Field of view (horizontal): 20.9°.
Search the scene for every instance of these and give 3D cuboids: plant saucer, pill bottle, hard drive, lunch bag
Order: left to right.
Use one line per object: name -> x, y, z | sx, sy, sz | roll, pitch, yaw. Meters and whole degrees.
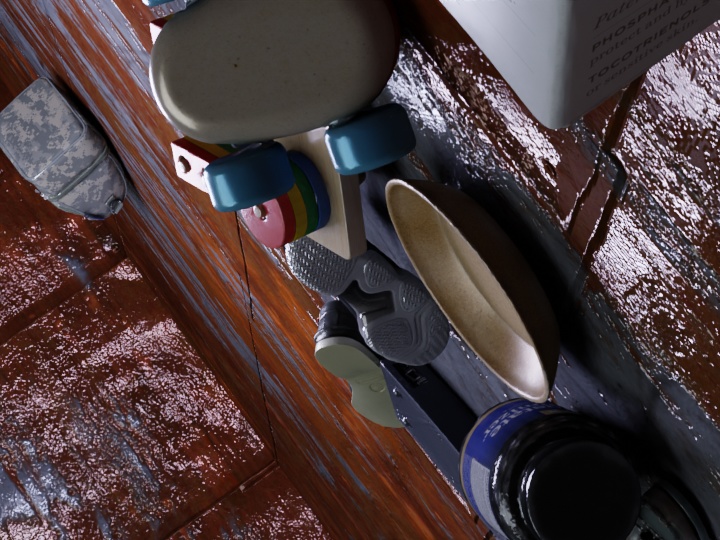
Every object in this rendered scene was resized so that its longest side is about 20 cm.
lunch bag -> -0.466, -0.182, 3.087 | 0.200, 0.139, 0.168 | 46, -178, 42
hard drive -> 0.098, 0.178, 1.955 | 0.200, 0.042, 0.135 | 49, 167, 31
plant saucer -> 0.092, 0.007, 1.461 | 0.200, 0.035, 0.200 | 52, 169, 15
pill bottle -> 0.145, 0.160, 1.479 | 0.112, 0.112, 0.200 | 56, 174, -6

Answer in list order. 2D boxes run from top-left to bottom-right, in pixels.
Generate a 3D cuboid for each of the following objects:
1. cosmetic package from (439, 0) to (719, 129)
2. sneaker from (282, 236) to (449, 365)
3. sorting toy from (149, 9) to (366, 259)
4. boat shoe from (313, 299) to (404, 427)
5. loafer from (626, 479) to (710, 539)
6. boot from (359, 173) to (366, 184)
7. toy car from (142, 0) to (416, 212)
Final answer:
cosmetic package -> 0.079, -0.191, 0.637 | 0.168, 0.166, 0.200 | 51, 167, 22
sneaker -> 0.000, 0.000, 1.751 | 0.200, 0.075, 0.114 | 41, -169, -33
sorting toy -> -0.090, -0.120, 1.605 | 0.199, 0.069, 0.201 | 30, 137, 46
boat shoe -> 0.013, 0.103, 2.062 | 0.201, 0.073, 0.063 | 52, -146, -47
loafer -> 0.230, 0.230, 1.493 | 0.072, 0.063, 0.200 | 48, 167, 31
boot -> -0.077, -0.144, 1.696 | 0.200, 0.074, 0.155 | 33, 150, 55
toy car -> -0.046, -0.165, 1.395 | 0.200, 0.176, 0.185 | -53, -55, -72
